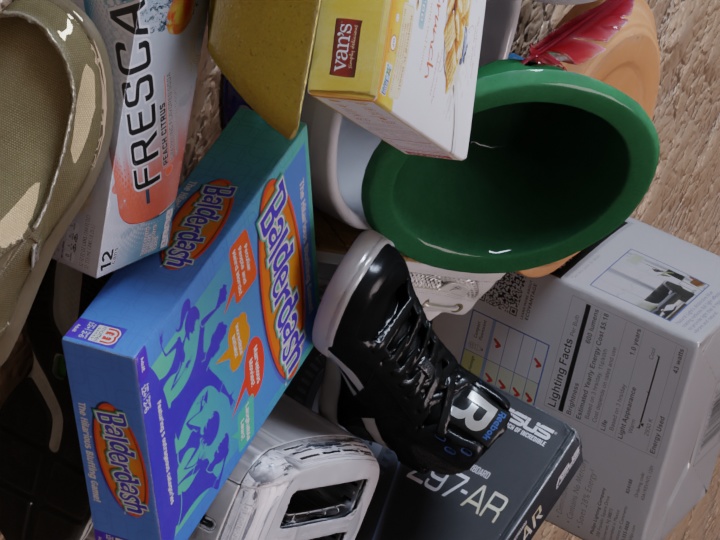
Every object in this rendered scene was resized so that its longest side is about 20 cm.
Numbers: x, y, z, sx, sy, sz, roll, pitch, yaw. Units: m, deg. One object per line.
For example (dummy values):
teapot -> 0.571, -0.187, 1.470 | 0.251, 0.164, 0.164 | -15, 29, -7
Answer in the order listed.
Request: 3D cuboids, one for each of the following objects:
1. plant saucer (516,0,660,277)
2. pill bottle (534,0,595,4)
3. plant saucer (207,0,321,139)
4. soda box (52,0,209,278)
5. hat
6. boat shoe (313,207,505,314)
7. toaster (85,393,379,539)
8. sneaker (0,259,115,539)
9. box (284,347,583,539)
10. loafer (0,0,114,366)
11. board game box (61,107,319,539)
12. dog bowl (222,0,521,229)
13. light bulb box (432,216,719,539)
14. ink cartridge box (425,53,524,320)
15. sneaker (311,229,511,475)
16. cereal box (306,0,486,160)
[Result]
plant saucer -> 0.148, -0.088, 1.634 | 0.200, 0.032, 0.201 | -45, 149, -38
pill bottle -> 0.122, -0.264, 1.467 | 0.111, 0.111, 0.200 | -50, 153, -28
plant saucer -> -0.040, -0.185, 1.193 | 0.200, 0.048, 0.201 | -101, -158, -72
soda box -> -0.120, -0.102, 1.180 | 0.064, 0.068, 0.201 | -27, 134, -55
hat -> 0.081, -0.114, 1.447 | 0.200, 0.176, 0.166 | 17, 134, -33
boat shoe -> 0.000, 0.000, 1.474 | 0.200, 0.071, 0.069 | 8, 123, -33
toaster -> -0.078, 0.123, 1.432 | 0.200, 0.129, 0.114 | 3, 113, -65
sneaker -> -0.131, 0.059, 1.325 | 0.115, 0.076, 0.201 | -20, 130, -55
box -> 0.014, 0.126, 1.535 | 0.160, 0.200, 0.044 | -53, 155, -21
loafer -> -0.173, -0.033, 1.145 | 0.067, 0.076, 0.201 | -25, 136, -64
board game box -> -0.082, 0.034, 1.293 | 0.200, 0.045, 0.152 | -58, 153, -43
dog bowl -> 0.010, -0.130, 1.415 | 0.200, 0.079, 0.200 | -46, 152, -34
light bulb box -> 0.160, 0.069, 1.776 | 0.125, 0.200, 0.199 | -34, 143, -50
ink cartridge box -> 0.067, -0.053, 1.624 | 0.200, 0.068, 0.115 | -34, 141, -48
sneaker -> 0.037, 0.052, 1.404 | 0.073, 0.112, 0.200 | -57, 166, -21
cereal box -> 0.026, -0.139, 1.227 | 0.200, 0.039, 0.144 | 18, 79, -74
